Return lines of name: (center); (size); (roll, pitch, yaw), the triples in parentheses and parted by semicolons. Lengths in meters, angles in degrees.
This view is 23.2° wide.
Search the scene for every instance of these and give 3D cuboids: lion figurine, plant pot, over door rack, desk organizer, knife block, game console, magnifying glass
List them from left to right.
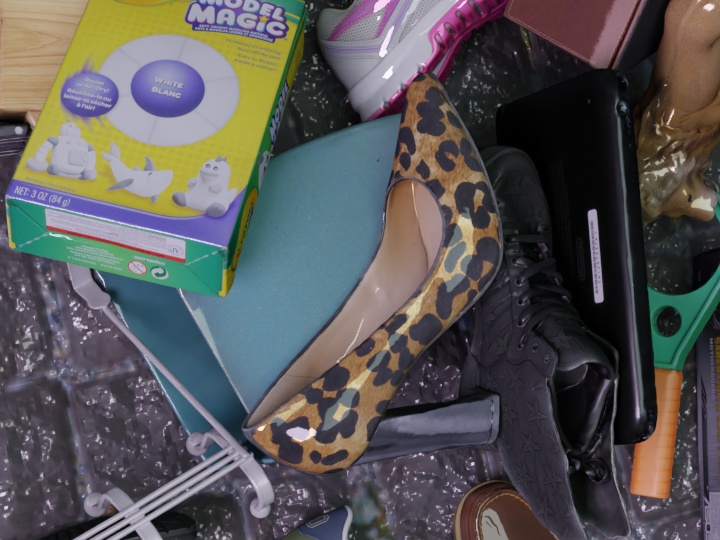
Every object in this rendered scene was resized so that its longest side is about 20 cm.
knife block: (-0.178, -0.131, 1.000); (0.176, 0.064, 0.200); (45, 73, -8)
over door rack: (-0.159, 0.093, 0.949); (0.147, 0.067, 0.200); (-28, 59, -25)
plant pot: (-0.023, -0.002, 0.996); (0.199, 0.141, 0.142); (-32, 93, -20)
game console: (0.147, -0.001, 1.017); (0.115, 0.175, 0.203); (-2, 84, -27)
desk organizer: (0.169, -0.187, 1.067); (0.077, 0.072, 0.200); (32, 33, 16)
magnifying glass: (0.192, 0.040, 1.099); (0.079, 0.022, 0.203); (6, 90, 28)
lion figurine: (0.200, -0.127, 1.031); (0.122, 0.072, 0.202); (-37, 140, -34)

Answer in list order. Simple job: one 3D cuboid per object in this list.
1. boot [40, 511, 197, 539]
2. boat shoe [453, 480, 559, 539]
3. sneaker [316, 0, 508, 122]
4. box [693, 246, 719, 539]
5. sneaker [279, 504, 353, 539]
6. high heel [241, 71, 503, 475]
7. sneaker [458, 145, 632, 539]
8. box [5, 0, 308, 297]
boot: (-0.170, 0.221, 0.971); (0.198, 0.068, 0.132); (-20, 98, -15)
boat shoe: (0.126, 0.215, 1.051); (0.072, 0.068, 0.202); (-30, 93, -18)
sneaker: (0.047, -0.181, 1.048); (0.088, 0.081, 0.200); (44, 90, 12)
box: (0.296, 0.089, 1.128); (0.156, 0.048, 0.203); (2, 83, -17)
sneaker: (0.026, 0.222, 1.018); (0.200, 0.067, 0.090); (45, 79, -4)
high heel: (0.000, 0.000, 0.894); (0.141, 0.071, 0.203); (-4, 89, -28)
sneaker: (0.099, 0.036, 0.927); (0.059, 0.104, 0.203); (-2, 95, -32)
box: (-0.098, -0.088, 0.915); (0.116, 0.049, 0.201); (12, 51, 2)
